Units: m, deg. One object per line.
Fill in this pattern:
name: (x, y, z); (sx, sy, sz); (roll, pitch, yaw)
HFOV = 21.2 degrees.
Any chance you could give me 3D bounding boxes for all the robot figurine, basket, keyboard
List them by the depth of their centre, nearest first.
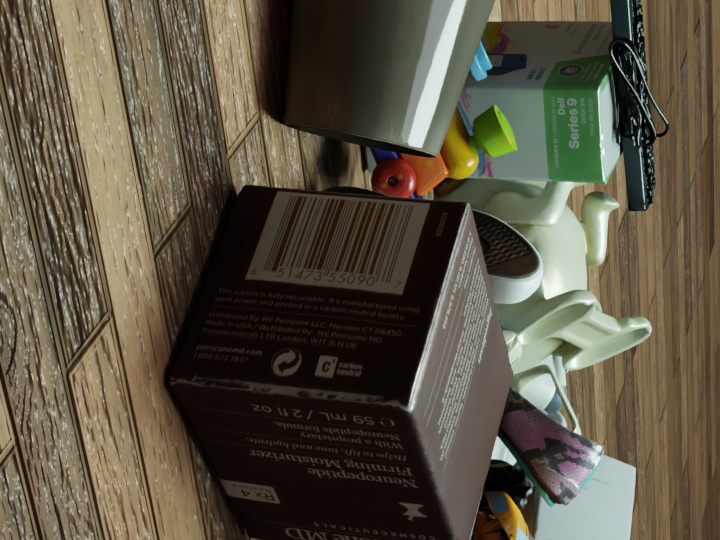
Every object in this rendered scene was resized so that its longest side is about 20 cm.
basket: (0.022, -0.188, 1.349); (0.136, 0.179, 0.201); (14, -87, 65)
robot figurine: (0.066, 0.199, 1.374); (0.058, 0.145, 0.200); (49, 8, -21)
keyboard: (0.225, -0.139, 1.504); (0.104, 0.039, 0.201); (-57, 142, -56)

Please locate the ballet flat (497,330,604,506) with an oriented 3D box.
ballet flat: (0.106, 0.088, 1.407); (0.071, 0.200, 0.069); (-42, 145, -4)

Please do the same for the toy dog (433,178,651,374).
toy dog: (0.128, -0.016, 1.583); (0.139, 0.194, 0.201); (14, 52, -45)

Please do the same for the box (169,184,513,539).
box: (-0.005, 0.070, 1.283); (0.200, 0.165, 0.165); (71, 30, -50)

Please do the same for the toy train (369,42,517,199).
toy train: (0.068, -0.083, 1.447); (0.085, 0.115, 0.201); (-31, 98, -78)

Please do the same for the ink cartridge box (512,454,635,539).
ink cartridge box: (0.134, 0.247, 1.437); (0.145, 0.084, 0.201); (123, -18, -53)

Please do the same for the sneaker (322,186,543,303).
sneaker: (0.049, 0.000, 1.385); (0.073, 0.199, 0.085); (-32, 128, -39)

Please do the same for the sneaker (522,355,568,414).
sneaker: (0.146, 0.080, 1.696); (0.073, 0.071, 0.200); (-57, -173, 19)

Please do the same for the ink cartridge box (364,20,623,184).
ink cartridge box: (0.114, -0.138, 1.546); (0.145, 0.199, 0.088); (-54, 141, -56)

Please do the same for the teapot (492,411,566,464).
teapot: (0.096, 0.184, 1.652); (0.197, 0.145, 0.201); (50, 46, -65)
